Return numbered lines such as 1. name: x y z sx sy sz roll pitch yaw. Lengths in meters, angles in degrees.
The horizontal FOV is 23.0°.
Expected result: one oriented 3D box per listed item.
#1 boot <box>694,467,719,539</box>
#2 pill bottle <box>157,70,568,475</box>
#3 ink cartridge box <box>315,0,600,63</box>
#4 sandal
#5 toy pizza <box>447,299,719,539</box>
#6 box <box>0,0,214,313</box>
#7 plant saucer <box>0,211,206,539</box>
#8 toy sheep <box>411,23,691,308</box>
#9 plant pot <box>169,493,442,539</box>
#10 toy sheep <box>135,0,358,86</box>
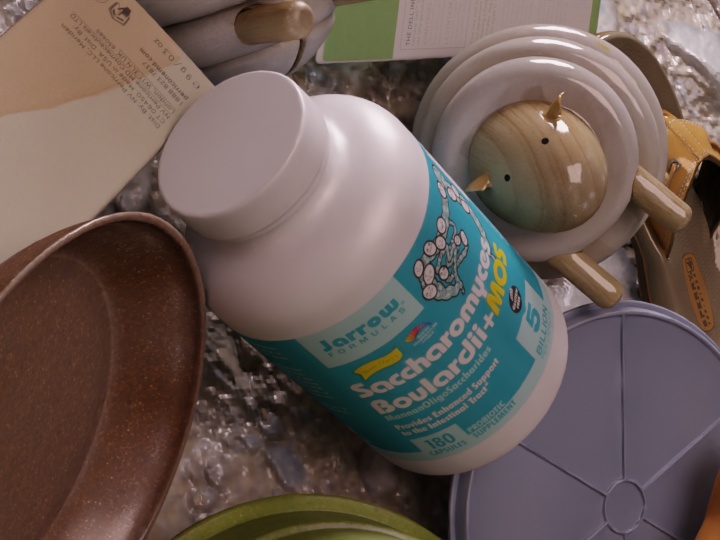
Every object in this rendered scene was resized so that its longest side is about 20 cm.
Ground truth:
1. boot: 0.136 0.166 0.828 0.155 0.077 0.200 10 94 -29
2. pill bottle: 0.000 0.000 0.756 0.200 0.111 0.111 43 47 -44
3. ink cartridge box: 0.049 -0.180 0.906 0.200 0.048 0.146 -7 110 -39
4. sandal: 0.174 -0.040 0.970 0.080 0.054 0.200 -22 94 -39
5. toy pizza: 0.120 0.114 0.870 0.200 0.032 0.200 -1 92 -32
6. box: -0.156 -0.027 0.699 0.078 0.095 0.200 47 49 -10
7. plant saucer: -0.125 0.068 0.653 0.037 0.200 0.200 20 48 20
8. toy sheep: 0.090 -0.057 0.875 0.138 0.138 0.200 52 6 -8
9. plant pot: 0.008 0.172 0.637 0.200 0.190 0.200 4 77 -18
10. toy sheep: -0.062 -0.148 0.776 0.138 0.138 0.200 -30 110 -41
